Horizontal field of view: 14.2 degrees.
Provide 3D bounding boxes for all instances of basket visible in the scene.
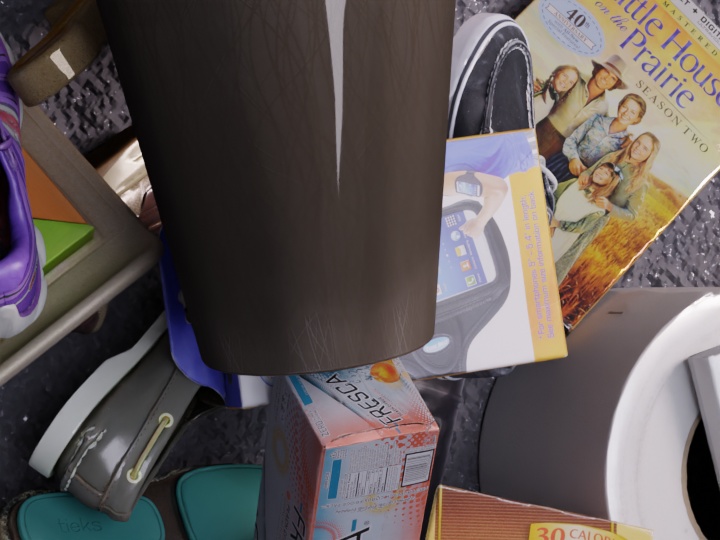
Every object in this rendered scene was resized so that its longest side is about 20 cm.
[{"bbox_3d":[-0.032,-0.061,1.349,0.179,0.136,0.201,-5,101,1],"label":"basket"}]

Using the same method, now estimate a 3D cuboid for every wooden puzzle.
[{"bbox_3d":[-0.224,-0.028,1.404,0.185,0.037,0.200,-39,76,-22],"label":"wooden puzzle"}]

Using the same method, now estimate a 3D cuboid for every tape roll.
[{"bbox_3d":[0.185,0.109,1.615,0.202,0.139,0.204,0,90,-28],"label":"tape roll"}]

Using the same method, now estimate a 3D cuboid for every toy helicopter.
[{"bbox_3d":[-0.112,-0.142,1.431,0.079,0.132,0.200,54,36,-17],"label":"toy helicopter"}]

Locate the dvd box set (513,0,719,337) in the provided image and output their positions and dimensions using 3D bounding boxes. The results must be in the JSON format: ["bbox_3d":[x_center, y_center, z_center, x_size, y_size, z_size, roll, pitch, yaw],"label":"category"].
[{"bbox_3d":[0.126,-0.079,1.622,0.146,0.029,0.200,45,69,1],"label":"dvd box set"}]

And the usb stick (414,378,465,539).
[{"bbox_3d":[0.022,0.108,1.589,0.055,0.033,0.201,18,81,-34],"label":"usb stick"}]

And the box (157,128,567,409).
[{"bbox_3d":[0.000,0.000,1.452,0.199,0.041,0.120,-9,90,-19],"label":"box"}]

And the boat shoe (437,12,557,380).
[{"bbox_3d":[0.073,-0.040,1.532,0.072,0.068,0.201,27,70,-46],"label":"boat shoe"}]

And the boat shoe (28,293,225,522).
[{"bbox_3d":[-0.088,0.051,1.486,0.060,0.072,0.202,38,52,7],"label":"boat shoe"}]

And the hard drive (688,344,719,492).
[{"bbox_3d":[0.256,0.124,1.559,0.131,0.027,0.201,-18,98,-27],"label":"hard drive"}]

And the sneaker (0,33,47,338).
[{"bbox_3d":[-0.187,-0.068,1.366,0.080,0.084,0.201,-15,71,-17],"label":"sneaker"}]

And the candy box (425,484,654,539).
[{"bbox_3d":[0.074,0.220,1.464,0.116,0.057,0.201,11,73,5],"label":"candy box"}]

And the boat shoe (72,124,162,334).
[{"bbox_3d":[-0.155,0.003,1.477,0.200,0.072,0.072,-43,107,-28],"label":"boat shoe"}]

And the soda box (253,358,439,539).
[{"bbox_3d":[-0.013,0.135,1.442,0.063,0.069,0.201,-8,130,-21],"label":"soda box"}]

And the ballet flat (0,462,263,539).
[{"bbox_3d":[-0.105,0.141,1.500,0.199,0.075,0.068,-3,61,-28],"label":"ballet flat"}]
